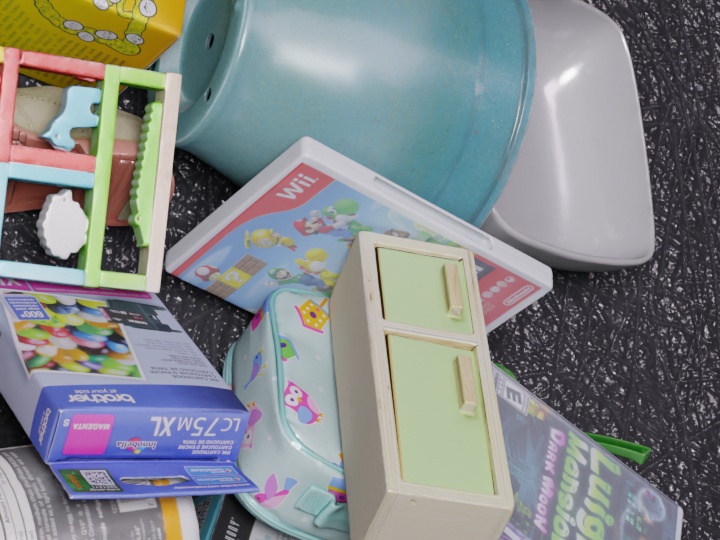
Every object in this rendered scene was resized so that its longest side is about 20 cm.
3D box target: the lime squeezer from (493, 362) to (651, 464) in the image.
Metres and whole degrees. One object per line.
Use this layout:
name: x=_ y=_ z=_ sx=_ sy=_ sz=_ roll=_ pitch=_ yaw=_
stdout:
lime squeezer: x=0.105 y=0.083 z=1.374 sx=0.038 sy=0.071 sz=0.200 roll=-40 pitch=65 yaw=-21

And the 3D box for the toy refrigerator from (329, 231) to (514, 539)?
toy refrigerator: x=0.033 y=0.071 z=1.179 sx=0.075 sy=0.070 sz=0.201 roll=10 pitch=42 yaw=-15

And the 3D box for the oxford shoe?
oxford shoe: x=-0.212 y=-0.078 z=1.238 sx=0.199 sy=0.071 sz=0.074 roll=14 pitch=35 yaw=-24

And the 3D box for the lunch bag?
lunch bag: x=0.004 y=0.108 z=1.259 sx=0.199 sy=0.077 sz=0.161 roll=25 pitch=38 yaw=-26

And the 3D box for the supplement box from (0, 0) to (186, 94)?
supplement box: x=-0.211 y=-0.199 z=1.245 sx=0.199 sy=0.109 sz=0.110 roll=19 pitch=62 yaw=-26

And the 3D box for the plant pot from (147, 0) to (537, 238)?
plant pot: x=-0.023 y=-0.120 z=1.277 sx=0.187 sy=0.200 sz=0.202 roll=14 pitch=64 yaw=-29

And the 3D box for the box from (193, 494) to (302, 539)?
box: x=-0.021 y=0.211 z=1.248 sx=0.199 sy=0.049 sz=0.083 roll=30 pitch=58 yaw=-20

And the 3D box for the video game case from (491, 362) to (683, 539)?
video game case: x=0.116 y=0.168 z=1.229 sx=0.181 sy=0.023 sz=0.201 roll=37 pitch=38 yaw=-17

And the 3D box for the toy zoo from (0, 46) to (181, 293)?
toy zoo: x=-0.205 y=-0.062 z=1.178 sx=0.198 sy=0.020 sz=0.132 roll=7 pitch=87 yaw=-23

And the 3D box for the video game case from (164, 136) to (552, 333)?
video game case: x=0.000 y=0.000 z=1.272 sx=0.199 sy=0.143 sz=0.018 roll=27 pitch=45 yaw=-30

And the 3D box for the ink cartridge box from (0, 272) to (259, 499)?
ink cartridge box: x=-0.143 y=0.059 z=1.157 sx=0.119 sy=0.042 sz=0.200 roll=4 pitch=28 yaw=-32

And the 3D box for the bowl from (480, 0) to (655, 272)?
bowl: x=0.112 y=-0.095 z=1.418 sx=0.199 sy=0.074 sz=0.201 roll=13 pitch=65 yaw=-47

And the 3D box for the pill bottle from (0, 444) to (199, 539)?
pill bottle: x=-0.196 y=0.155 z=1.114 sx=0.199 sy=0.116 sz=0.117 roll=-5 pitch=75 yaw=-34
